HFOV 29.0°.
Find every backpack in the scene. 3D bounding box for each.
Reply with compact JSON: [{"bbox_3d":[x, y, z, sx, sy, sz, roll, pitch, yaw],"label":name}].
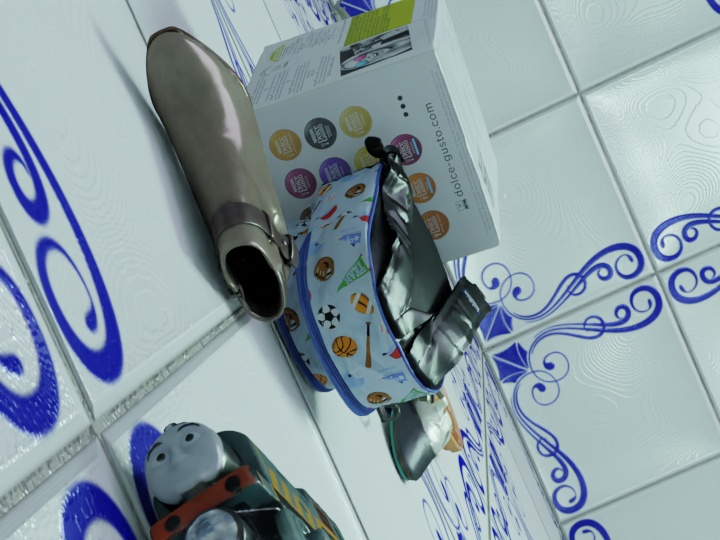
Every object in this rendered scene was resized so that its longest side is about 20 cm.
[{"bbox_3d":[0.007,0.023,1.191,0.201,0.153,0.191,57,18,-24],"label":"backpack"}]

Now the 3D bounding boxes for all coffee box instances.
[{"bbox_3d":[0.013,-0.123,1.335,0.201,0.195,0.202,-82,153,-63],"label":"coffee box"}]

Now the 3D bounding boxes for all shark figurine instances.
[{"bbox_3d":[-0.016,-0.618,3.487,0.129,0.089,0.216,-108,173,-50],"label":"shark figurine"}]

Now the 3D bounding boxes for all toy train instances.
[{"bbox_3d":[-0.045,0.151,0.705,0.114,0.085,0.200,56,1,38],"label":"toy train"}]

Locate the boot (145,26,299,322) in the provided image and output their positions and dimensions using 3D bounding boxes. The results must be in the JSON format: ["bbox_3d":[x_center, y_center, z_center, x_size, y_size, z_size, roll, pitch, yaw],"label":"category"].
[{"bbox_3d":[-0.099,-0.064,1.032,0.147,0.069,0.201,-104,168,-45],"label":"boot"}]

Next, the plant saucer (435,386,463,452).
[{"bbox_3d":[0.081,0.150,1.844,0.200,0.037,0.202,-24,91,-84],"label":"plant saucer"}]

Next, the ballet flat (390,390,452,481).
[{"bbox_3d":[0.066,0.163,1.553,0.200,0.072,0.074,-94,159,-70],"label":"ballet flat"}]

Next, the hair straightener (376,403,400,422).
[{"bbox_3d":[0.008,0.083,1.459,0.077,0.041,0.201,59,4,-49],"label":"hair straightener"}]
